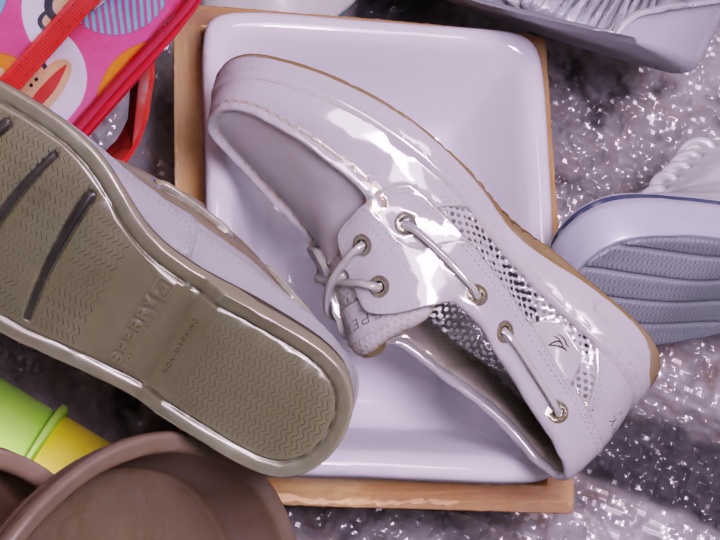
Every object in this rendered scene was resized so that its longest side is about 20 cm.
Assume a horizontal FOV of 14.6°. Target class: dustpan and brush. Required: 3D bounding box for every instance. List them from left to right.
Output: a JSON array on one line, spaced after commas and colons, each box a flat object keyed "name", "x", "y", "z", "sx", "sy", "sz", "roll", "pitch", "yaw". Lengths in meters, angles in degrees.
[{"name": "dustpan and brush", "x": 0.118, "y": -0.115, "z": 1.168, "sx": 0.199, "sy": 0.139, "sz": 0.058, "roll": 14, "pitch": 94, "yaw": -48}]

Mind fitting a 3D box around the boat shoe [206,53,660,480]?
[{"name": "boat shoe", "x": 0.017, "y": 0.001, "z": 1.028, "sx": 0.200, "sy": 0.071, "sz": 0.069, "roll": 38, "pitch": 65, "yaw": -3}]

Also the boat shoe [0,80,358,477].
[{"name": "boat shoe", "x": -0.088, "y": 0.000, "z": 1.001, "sx": 0.200, "sy": 0.068, "sz": 0.075, "roll": 40, "pitch": 98, "yaw": -4}]

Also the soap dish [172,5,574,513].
[{"name": "soap dish", "x": 0.000, "y": 0.000, "z": 1.106, "sx": 0.156, "sy": 0.081, "sz": 0.201, "roll": 3, "pitch": 71, "yaw": -15}]

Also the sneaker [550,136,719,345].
[{"name": "sneaker", "x": 0.137, "y": -0.016, "z": 1.135, "sx": 0.199, "sy": 0.073, "sz": 0.071, "roll": 5, "pitch": 49, "yaw": -49}]

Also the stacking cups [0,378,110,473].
[{"name": "stacking cups", "x": -0.177, "y": 0.048, "z": 1.056, "sx": 0.199, "sy": 0.061, "sz": 0.061, "roll": 29, "pitch": 67, "yaw": -1}]

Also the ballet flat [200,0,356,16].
[{"name": "ballet flat", "x": 0.001, "y": -0.168, "z": 1.168, "sx": 0.069, "sy": 0.069, "sz": 0.200, "roll": 46, "pitch": 66, "yaw": 3}]

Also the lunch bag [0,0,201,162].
[{"name": "lunch bag", "x": -0.154, "y": -0.091, "z": 1.032, "sx": 0.176, "sy": 0.082, "sz": 0.200, "roll": 41, "pitch": 91, "yaw": -24}]

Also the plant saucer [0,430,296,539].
[{"name": "plant saucer", "x": -0.091, "y": 0.153, "z": 0.997, "sx": 0.029, "sy": 0.200, "sz": 0.201, "roll": 14, "pitch": 60, "yaw": 37}]

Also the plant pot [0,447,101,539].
[{"name": "plant pot", "x": -0.183, "y": 0.150, "z": 0.976, "sx": 0.092, "sy": 0.201, "sz": 0.201, "roll": 14, "pitch": 61, "yaw": 35}]
